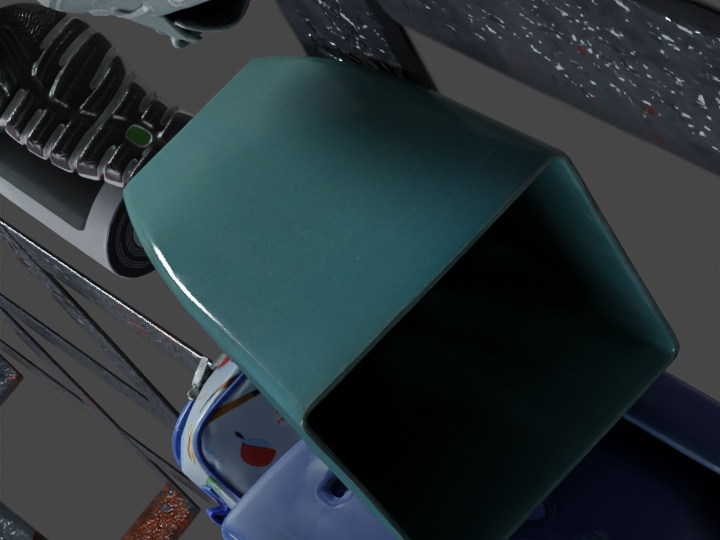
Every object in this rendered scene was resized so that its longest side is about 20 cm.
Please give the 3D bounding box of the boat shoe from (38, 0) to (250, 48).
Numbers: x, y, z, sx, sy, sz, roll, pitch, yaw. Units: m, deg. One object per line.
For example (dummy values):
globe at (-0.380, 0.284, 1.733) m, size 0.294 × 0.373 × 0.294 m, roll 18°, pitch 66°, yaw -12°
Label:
boat shoe at (-0.075, -0.119, 0.769) m, size 0.072 × 0.070 × 0.201 m, roll 48°, pitch 163°, yaw -12°

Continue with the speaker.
speaker at (-0.198, -0.076, 1.262) m, size 0.200 × 0.081 × 0.081 m, roll 33°, pitch 166°, yaw 29°

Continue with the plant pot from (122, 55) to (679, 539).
plant pot at (0.000, 0.000, 0.837) m, size 0.200 × 0.141 × 0.141 m, roll 38°, pitch 170°, yaw 44°

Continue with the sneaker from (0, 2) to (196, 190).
sneaker at (-0.129, -0.065, 1.115) m, size 0.200 × 0.076 × 0.116 m, roll 36°, pitch 170°, yaw 15°

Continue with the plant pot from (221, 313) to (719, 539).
plant pot at (0.090, 0.134, 0.914) m, size 0.200 × 0.180 × 0.200 m, roll 32°, pitch 167°, yaw 36°

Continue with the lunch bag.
lunch bag at (-0.009, 0.108, 1.163) m, size 0.200 × 0.160 × 0.076 m, roll 41°, pitch 167°, yaw -12°
